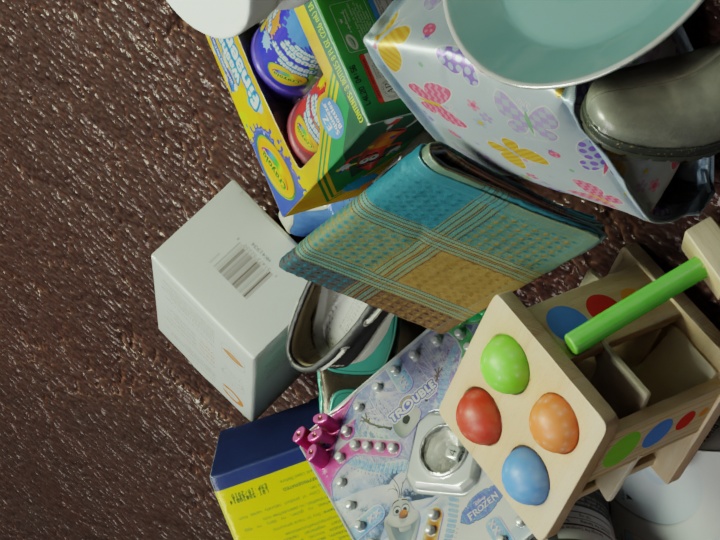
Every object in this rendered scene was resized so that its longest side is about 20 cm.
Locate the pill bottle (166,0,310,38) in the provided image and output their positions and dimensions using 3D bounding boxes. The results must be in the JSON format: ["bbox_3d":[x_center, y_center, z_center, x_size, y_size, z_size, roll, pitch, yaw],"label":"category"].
[{"bbox_3d":[-0.038,-0.238,1.241,0.113,0.200,0.114,32,145,27],"label":"pill bottle"}]

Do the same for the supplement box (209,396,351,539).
[{"bbox_3d":[-0.043,0.229,1.680,0.110,0.108,0.202,-87,-23,-74],"label":"supplement box"}]

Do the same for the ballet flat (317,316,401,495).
[{"bbox_3d":[-0.006,0.087,1.578,0.070,0.067,0.202,-136,52,-88],"label":"ballet flat"}]

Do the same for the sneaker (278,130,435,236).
[{"bbox_3d":[0.016,-0.031,1.503,0.199,0.076,0.112,-26,93,51],"label":"sneaker"}]

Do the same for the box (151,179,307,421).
[{"bbox_3d":[-0.100,0.030,1.649,0.124,0.097,0.200,44,163,10],"label":"box"}]

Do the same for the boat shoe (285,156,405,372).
[{"bbox_3d":[0.000,0.000,1.427,0.074,0.060,0.201,50,134,21],"label":"boat shoe"}]

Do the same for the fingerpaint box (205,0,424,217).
[{"bbox_3d":[-0.037,-0.164,1.381,0.167,0.073,0.202,-41,69,59],"label":"fingerpaint box"}]

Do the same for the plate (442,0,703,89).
[{"bbox_3d":[0.136,-0.189,1.109,0.199,0.202,0.026,15,167,43],"label":"plate"}]

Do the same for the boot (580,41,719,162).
[{"bbox_3d":[0.221,-0.134,1.065,0.131,0.198,0.068,93,166,-49],"label":"boot"}]

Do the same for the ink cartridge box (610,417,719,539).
[{"bbox_3d":[0.272,0.186,1.432,0.199,0.047,0.161,26,141,38],"label":"ink cartridge box"}]

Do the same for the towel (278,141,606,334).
[{"bbox_3d":[0.051,-0.018,1.317,0.146,0.022,0.200,23,149,-23],"label":"towel"}]

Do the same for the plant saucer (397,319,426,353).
[{"bbox_3d":[0.065,0.104,1.628,0.199,0.029,0.201,32,143,27],"label":"plant saucer"}]

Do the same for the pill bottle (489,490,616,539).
[{"bbox_3d":[0.137,0.212,1.473,0.116,0.115,0.201,94,172,-49],"label":"pill bottle"}]

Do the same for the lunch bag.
[{"bbox_3d":[0.126,-0.117,1.230,0.169,0.128,0.200,20,162,38],"label":"lunch bag"}]

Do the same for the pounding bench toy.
[{"bbox_3d":[0.162,0.058,1.305,0.124,0.155,0.201,50,139,28],"label":"pounding bench toy"}]

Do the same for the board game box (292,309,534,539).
[{"bbox_3d":[0.062,0.135,1.463,0.026,0.200,0.201,37,-165,-51],"label":"board game box"}]
